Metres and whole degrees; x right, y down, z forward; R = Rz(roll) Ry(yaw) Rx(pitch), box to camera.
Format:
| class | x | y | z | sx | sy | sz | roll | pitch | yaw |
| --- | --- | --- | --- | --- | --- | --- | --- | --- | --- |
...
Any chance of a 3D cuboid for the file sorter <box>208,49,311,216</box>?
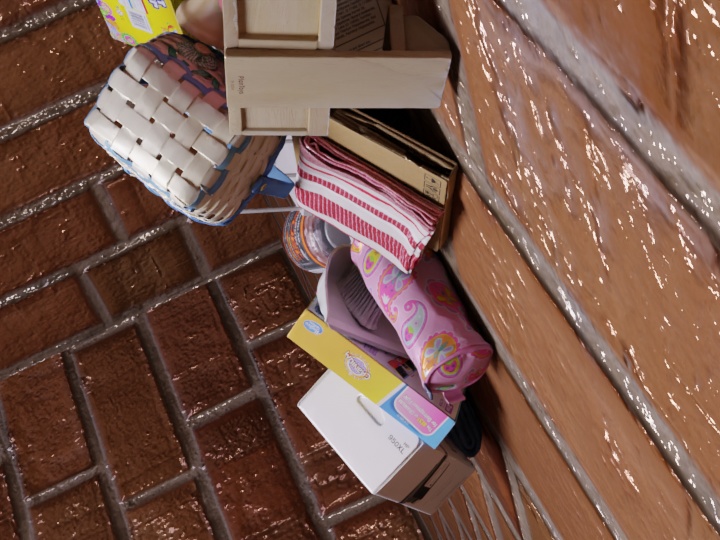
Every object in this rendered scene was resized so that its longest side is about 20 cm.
| class | x | y | z | sx | sy | sz | roll | pitch | yaw |
| --- | --- | --- | --- | --- | --- | --- | --- | --- | --- |
| file sorter | -0.127 | -0.186 | 1.610 | 0.139 | 0.123 | 0.203 | -122 | 33 | -53 |

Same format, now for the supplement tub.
| class | x | y | z | sx | sy | sz | roll | pitch | yaw |
| --- | --- | --- | --- | --- | --- | --- | --- | --- | --- |
| supplement tub | -0.035 | -0.052 | 1.700 | 0.108 | 0.106 | 0.200 | 65 | 166 | -4 |

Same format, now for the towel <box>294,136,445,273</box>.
| class | x | y | z | sx | sy | sz | roll | pitch | yaw |
| --- | --- | --- | --- | --- | --- | --- | --- | --- | --- |
| towel | 0.001 | -0.058 | 1.212 | 0.143 | 0.023 | 0.200 | 31 | 166 | 3 |

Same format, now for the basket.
| class | x | y | z | sx | sy | sz | roll | pitch | yaw |
| --- | --- | --- | --- | --- | --- | --- | --- | --- | --- |
| basket | -0.144 | -0.125 | 1.165 | 0.175 | 0.140 | 0.200 | 37 | -176 | 3 |

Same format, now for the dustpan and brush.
| class | x | y | z | sx | sy | sz | roll | pitch | yaw |
| --- | --- | --- | --- | --- | --- | --- | --- | --- | --- |
| dustpan and brush | 0.000 | 0.000 | 1.432 | 0.138 | 0.057 | 0.201 | 23 | -155 | -34 |

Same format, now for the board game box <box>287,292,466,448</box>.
| class | x | y | z | sx | sy | sz | roll | pitch | yaw |
| --- | --- | --- | --- | --- | --- | --- | --- | --- | --- |
| board game box | 0.025 | 0.094 | 1.424 | 0.199 | 0.041 | 0.153 | 37 | -161 | 0 |

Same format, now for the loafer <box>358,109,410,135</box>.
| class | x | y | z | sx | sy | sz | roll | pitch | yaw |
| --- | --- | --- | --- | --- | --- | --- | --- | --- | --- |
| loafer | -0.044 | -0.157 | 1.217 | 0.199 | 0.073 | 0.071 | 36 | 164 | 12 |

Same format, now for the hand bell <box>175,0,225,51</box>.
| class | x | y | z | sx | sy | sz | roll | pitch | yaw |
| --- | --- | --- | --- | --- | --- | --- | --- | --- | --- |
| hand bell | -0.088 | -0.299 | 1.114 | 0.105 | 0.103 | 0.202 | 59 | 139 | 46 |

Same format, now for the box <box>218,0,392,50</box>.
| class | x | y | z | sx | sy | sz | roll | pitch | yaw |
| --- | --- | --- | --- | --- | --- | --- | --- | --- | --- |
| box | -0.062 | -0.258 | 1.044 | 0.109 | 0.126 | 0.202 | -123 | 11 | -62 |

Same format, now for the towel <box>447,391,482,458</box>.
| class | x | y | z | sx | sy | sz | roll | pitch | yaw |
| --- | --- | --- | --- | --- | --- | --- | --- | --- | --- |
| towel | 0.101 | 0.156 | 1.642 | 0.113 | 0.048 | 0.200 | 64 | 174 | -20 |

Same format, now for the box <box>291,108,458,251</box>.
| class | x | y | z | sx | sy | sz | roll | pitch | yaw |
| --- | --- | --- | --- | --- | --- | --- | --- | --- | --- |
| box | 0.009 | -0.091 | 1.171 | 0.162 | 0.021 | 0.200 | 29 | 167 | 9 |

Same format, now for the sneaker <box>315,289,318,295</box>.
| class | x | y | z | sx | sy | sz | roll | pitch | yaw |
| --- | --- | --- | --- | --- | --- | --- | --- | --- | --- |
| sneaker | 0.018 | 0.038 | 1.559 | 0.199 | 0.081 | 0.089 | 4 | 128 | 59 |

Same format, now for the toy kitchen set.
| class | x | y | z | sx | sy | sz | roll | pitch | yaw |
| --- | --- | --- | --- | --- | --- | --- | --- | --- | --- |
| toy kitchen set | -0.019 | -0.222 | 0.958 | 0.201 | 0.160 | 0.183 | 100 | 170 | -66 |

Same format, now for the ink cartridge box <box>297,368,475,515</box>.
| class | x | y | z | sx | sy | sz | roll | pitch | yaw |
| --- | --- | --- | --- | --- | --- | --- | --- | --- | --- |
| ink cartridge box | 0.032 | 0.192 | 1.485 | 0.145 | 0.084 | 0.200 | 45 | -177 | 27 |

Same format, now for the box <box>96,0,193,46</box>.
| class | x | y | z | sx | sy | sz | roll | pitch | yaw |
| --- | --- | --- | --- | --- | --- | --- | --- | --- | --- |
| box | -0.203 | -0.370 | 1.405 | 0.121 | 0.194 | 0.201 | 21 | 157 | 19 |

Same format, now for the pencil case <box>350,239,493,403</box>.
| class | x | y | z | sx | sy | sz | roll | pitch | yaw |
| --- | --- | --- | --- | --- | --- | --- | --- | --- | --- |
| pencil case | 0.062 | 0.036 | 1.330 | 0.201 | 0.086 | 0.088 | 61 | 173 | 32 |
